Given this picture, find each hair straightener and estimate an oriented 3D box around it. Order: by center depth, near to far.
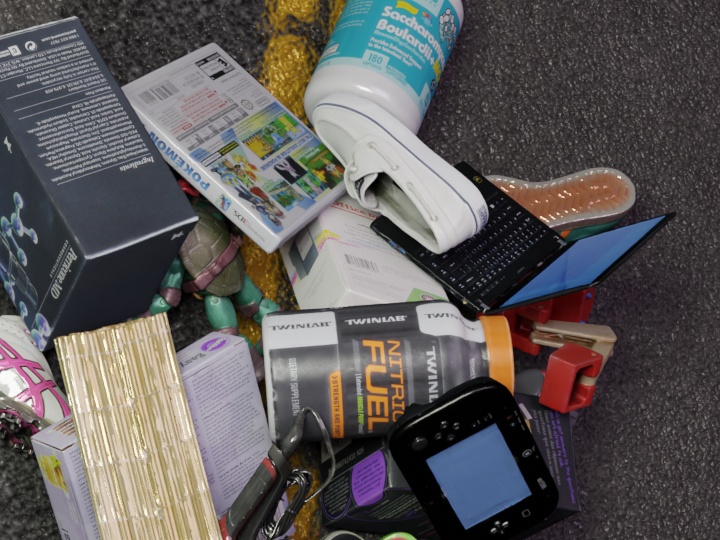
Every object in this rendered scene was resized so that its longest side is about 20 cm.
[{"bbox_3d":[-0.080,0.195,1.393,0.077,0.041,0.201,23,101,-45],"label":"hair straightener"}]

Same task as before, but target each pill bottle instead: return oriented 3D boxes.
[{"bbox_3d":[0.022,0.079,1.429,0.198,0.106,0.107,-5,75,-3],"label":"pill bottle"},{"bbox_3d":[0.029,-0.212,1.660,0.110,0.111,0.201,33,60,-19],"label":"pill bottle"}]

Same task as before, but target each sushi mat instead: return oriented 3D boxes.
[{"bbox_3d":[-0.165,0.137,1.342,0.095,0.012,0.202,-11,83,-33],"label":"sushi mat"}]

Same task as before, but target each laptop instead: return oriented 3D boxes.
[{"bbox_3d":[0.144,-0.044,1.574,0.200,0.104,0.177,39,36,13],"label":"laptop"}]

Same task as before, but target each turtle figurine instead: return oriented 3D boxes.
[{"bbox_3d":[-0.140,0.001,1.499,0.201,0.100,0.150,52,55,-14],"label":"turtle figurine"}]

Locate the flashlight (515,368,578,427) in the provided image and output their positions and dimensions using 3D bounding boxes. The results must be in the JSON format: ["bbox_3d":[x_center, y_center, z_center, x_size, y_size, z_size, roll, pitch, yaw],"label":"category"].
[{"bbox_3d":[0.105,0.099,1.637,0.199,0.068,0.068,23,35,-23],"label":"flashlight"}]

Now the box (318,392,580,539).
[{"bbox_3d":[0.075,0.167,1.555,0.198,0.122,0.107,12,61,-29],"label":"box"}]

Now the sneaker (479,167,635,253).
[{"bbox_3d":[0.164,-0.046,1.720,0.198,0.080,0.072,-6,62,-11],"label":"sneaker"}]

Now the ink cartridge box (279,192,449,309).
[{"bbox_3d":[0.000,0.000,1.567,0.116,0.068,0.201,18,28,-26],"label":"ink cartridge box"}]

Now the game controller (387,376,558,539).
[{"bbox_3d":[0.092,0.158,1.418,0.201,0.103,0.042,61,11,-48],"label":"game controller"}]

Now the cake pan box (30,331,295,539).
[{"bbox_3d":[-0.148,0.170,1.421,0.199,0.052,0.186,-31,120,-34],"label":"cake pan box"}]

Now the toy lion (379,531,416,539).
[{"bbox_3d":[0.018,0.324,1.462,0.190,0.069,0.202,-18,84,-7],"label":"toy lion"}]

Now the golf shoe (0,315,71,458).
[{"bbox_3d":[-0.271,0.080,1.401,0.200,0.072,0.093,39,59,-16],"label":"golf shoe"}]

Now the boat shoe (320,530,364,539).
[{"bbox_3d":[0.031,0.307,1.525,0.074,0.062,0.201,-32,92,-33],"label":"boat shoe"}]

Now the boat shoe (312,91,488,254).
[{"bbox_3d":[0.019,-0.085,1.538,0.065,0.074,0.199,-36,53,-27],"label":"boat shoe"}]

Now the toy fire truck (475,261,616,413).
[{"bbox_3d":[0.181,0.056,1.629,0.199,0.140,0.049,-25,131,-53],"label":"toy fire truck"}]

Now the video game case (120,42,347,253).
[{"bbox_3d":[-0.103,-0.109,1.519,0.182,0.022,0.200,42,26,2],"label":"video game case"}]

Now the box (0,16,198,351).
[{"bbox_3d":[-0.236,-0.067,1.398,0.106,0.149,0.201,-22,71,-34],"label":"box"}]
